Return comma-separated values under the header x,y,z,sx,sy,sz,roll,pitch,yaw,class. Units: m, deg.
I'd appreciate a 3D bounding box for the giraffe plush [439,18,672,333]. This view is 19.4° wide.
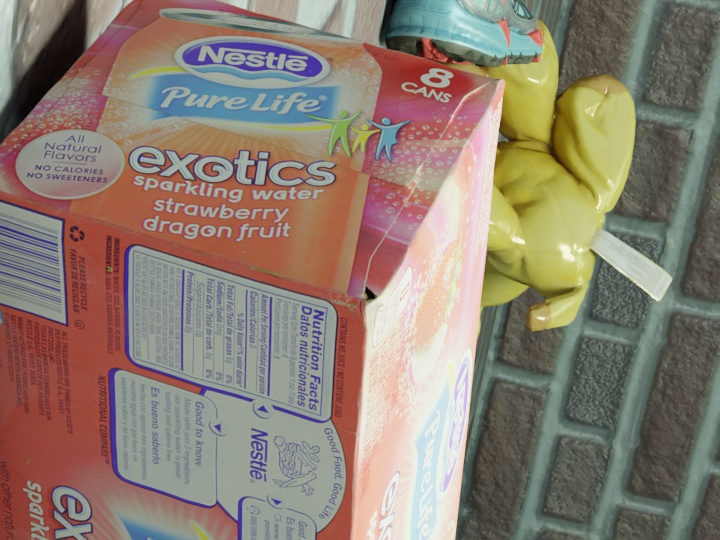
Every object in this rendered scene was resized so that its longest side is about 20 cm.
x,y,z,sx,sy,sz,roll,pitch,yaw,class
0.088,-0.040,1.344,0.172,0.200,0.162,-40,-176,-24,giraffe plush

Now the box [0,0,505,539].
x,y,z,sx,sy,sz,roll,pitch,yaw,class
-0.030,0.043,0.544,0.095,0.102,0.201,-57,157,-46,box

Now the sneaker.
x,y,z,sx,sy,sz,roll,pitch,yaw,class
0.068,-0.166,1.183,0.200,0.079,0.096,-45,146,-79,sneaker
